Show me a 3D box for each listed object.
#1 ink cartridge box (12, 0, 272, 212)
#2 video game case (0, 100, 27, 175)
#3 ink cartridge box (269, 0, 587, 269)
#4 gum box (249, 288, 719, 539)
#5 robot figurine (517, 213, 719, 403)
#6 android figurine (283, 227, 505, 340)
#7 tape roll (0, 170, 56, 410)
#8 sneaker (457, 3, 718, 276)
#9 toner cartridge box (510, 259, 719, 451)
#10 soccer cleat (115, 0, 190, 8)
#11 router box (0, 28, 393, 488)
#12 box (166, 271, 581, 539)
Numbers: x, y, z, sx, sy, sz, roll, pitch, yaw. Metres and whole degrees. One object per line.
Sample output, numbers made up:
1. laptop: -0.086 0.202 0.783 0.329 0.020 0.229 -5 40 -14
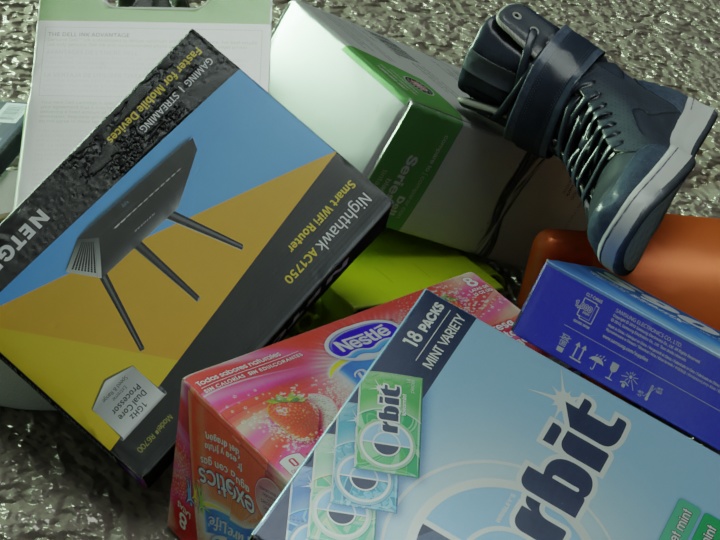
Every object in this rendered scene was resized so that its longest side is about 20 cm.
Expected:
1. ink cartridge box: -0.122 -0.091 1.089 0.145 0.048 0.201 1 61 0
2. video game case: -0.315 -0.079 1.164 0.199 0.019 0.143 4 27 8
3. ink cartridge box: 0.045 -0.080 1.175 0.200 0.084 0.146 17 20 -42
4. gum box: 0.073 0.120 0.842 0.200 0.045 0.170 30 51 10
5. robot figurine: 0.196 0.027 1.100 0.199 0.117 0.144 6 -1 -7
6. android figurine: 0.000 0.000 1.129 0.182 0.041 0.200 -8 34 -42
7. tape roll: -0.186 0.007 1.094 0.202 0.037 0.203 8 33 -5
8. sneaker: 0.114 -0.076 1.034 0.146 0.077 0.202 31 25 4
9. toner cartridge box: 0.181 0.060 0.923 0.200 0.043 0.095 30 11 23
10. soccer cleat: -0.133 -0.090 1.171 0.070 0.086 0.200 4 54 1
11. router box: -0.102 -0.007 0.996 0.149 0.051 0.200 40 77 6
12. box: 0.008 0.090 0.968 0.200 0.103 0.095 -20 44 -35
